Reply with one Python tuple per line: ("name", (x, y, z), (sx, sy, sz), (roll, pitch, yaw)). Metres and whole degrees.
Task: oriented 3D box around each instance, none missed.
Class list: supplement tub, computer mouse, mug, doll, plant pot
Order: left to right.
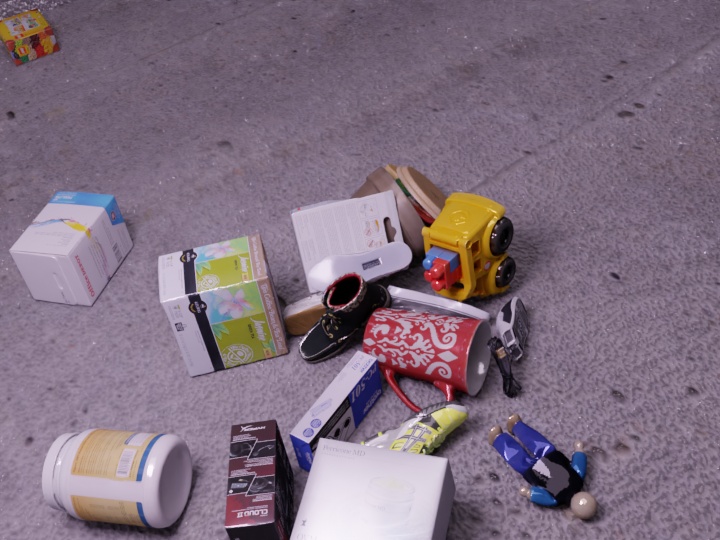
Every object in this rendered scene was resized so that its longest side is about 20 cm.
("supplement tub", (-0.386, 0.328, 1.352), (0.199, 0.145, 0.145), (2, 43, 13))
("plant pot", (0.025, -0.080, 1.707), (0.173, 0.200, 0.200), (-34, 44, 0))
("mug", (0.106, 0.146, 1.469), (0.199, 0.134, 0.178), (10, 43, 26))
("computer mouse", (0.261, 0.123, 1.503), (0.044, 0.110, 0.200), (-16, 25, 27))
("doll", (0.292, 0.305, 1.316), (0.136, 0.049, 0.200), (-28, 45, -18))

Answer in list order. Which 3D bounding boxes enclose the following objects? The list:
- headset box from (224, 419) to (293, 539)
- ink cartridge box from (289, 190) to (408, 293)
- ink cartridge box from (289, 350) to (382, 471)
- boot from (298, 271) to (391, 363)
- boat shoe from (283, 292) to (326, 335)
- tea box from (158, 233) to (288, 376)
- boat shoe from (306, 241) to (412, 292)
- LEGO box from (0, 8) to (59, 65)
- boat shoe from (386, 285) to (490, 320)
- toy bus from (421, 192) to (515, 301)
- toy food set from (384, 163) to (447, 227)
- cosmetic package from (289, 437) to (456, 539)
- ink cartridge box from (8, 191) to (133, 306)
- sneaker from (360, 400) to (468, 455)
("headset box", (-0.149, 0.352, 1.277), (0.077, 0.149, 0.201), (-8, 43, 4))
("ink cartridge box", (-0.022, -0.059, 1.623), (0.199, 0.163, 0.050), (-14, 13, -6))
("ink cartridge box", (-0.036, 0.237, 1.421), (0.044, 0.094, 0.200), (19, 50, 29))
("boot", (-0.050, 0.082, 1.513), (0.203, 0.154, 0.074), (-38, 68, 6))
("boat shoe", (-0.054, 0.062, 1.634), (0.199, 0.071, 0.069), (-14, 36, -5))
("tea box", (-0.252, 0.065, 1.572), (0.196, 0.201, 0.134), (-14, 42, -4))
("boat shoe", (0.000, 0.000, 1.579), (0.199, 0.065, 0.074), (-11, 81, -1))
("LEGO box", (-1.072, -0.752, 2.720), (0.148, 0.077, 0.200), (-26, 45, -17))
("boat shoe", (0.140, 0.082, 1.577), (0.199, 0.070, 0.067), (14, 88, -3))
("toy bus", (0.185, -0.012, 1.564), (0.135, 0.201, 0.192), (18, 47, 35))
("toy food set", (0.138, -0.140, 1.753), (0.049, 0.200, 0.198), (-44, 33, 17))
("cosmetic package", (0.019, 0.368, 1.221), (0.198, 0.123, 0.201), (5, 54, 17))
("ink cartridge box", (-0.611, -0.048, 1.807), (0.145, 0.147, 0.200), (6, 44, 16))
("sneaker", (0.093, 0.283, 1.373), (0.199, 0.076, 0.077), (-29, 52, -6))
